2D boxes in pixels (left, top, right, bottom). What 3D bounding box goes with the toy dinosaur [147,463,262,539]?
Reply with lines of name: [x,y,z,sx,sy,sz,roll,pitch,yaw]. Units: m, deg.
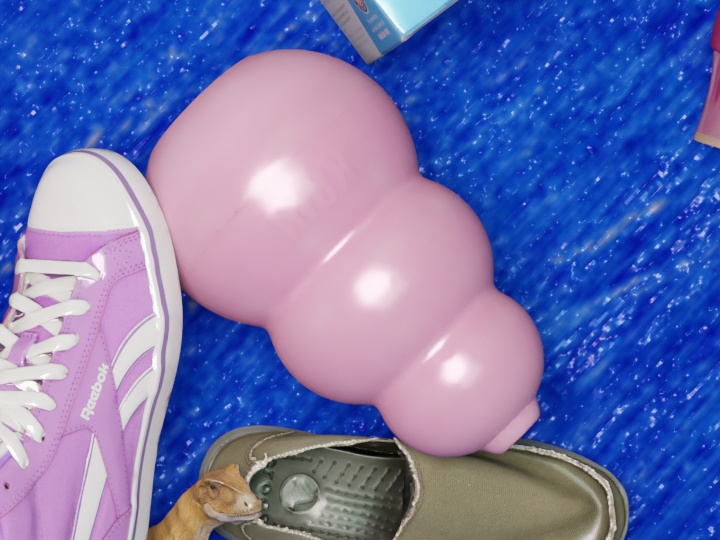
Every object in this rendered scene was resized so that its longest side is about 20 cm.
toy dinosaur: [-0.111,0.153,1.034,0.200,0.060,0.106,-34,95,18]

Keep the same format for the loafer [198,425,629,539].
loafer: [0.027,0.111,1.042,0.199,0.070,0.076,3,90,-7]

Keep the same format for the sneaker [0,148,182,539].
sneaker: [-0.133,0.047,0.942,0.072,0.114,0.202,0,87,32]

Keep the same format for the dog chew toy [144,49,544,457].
dog chew toy: [0.000,0.000,1.004,0.125,0.125,0.200,-44,86,-5]

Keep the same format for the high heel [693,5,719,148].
high heel: [0.256,-0.079,1.054,0.199,0.067,0.097,16,97,9]

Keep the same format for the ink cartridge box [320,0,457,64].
ink cartridge box: [-0.024,-0.194,1.012,0.067,0.116,0.200,-37,95,-6]
